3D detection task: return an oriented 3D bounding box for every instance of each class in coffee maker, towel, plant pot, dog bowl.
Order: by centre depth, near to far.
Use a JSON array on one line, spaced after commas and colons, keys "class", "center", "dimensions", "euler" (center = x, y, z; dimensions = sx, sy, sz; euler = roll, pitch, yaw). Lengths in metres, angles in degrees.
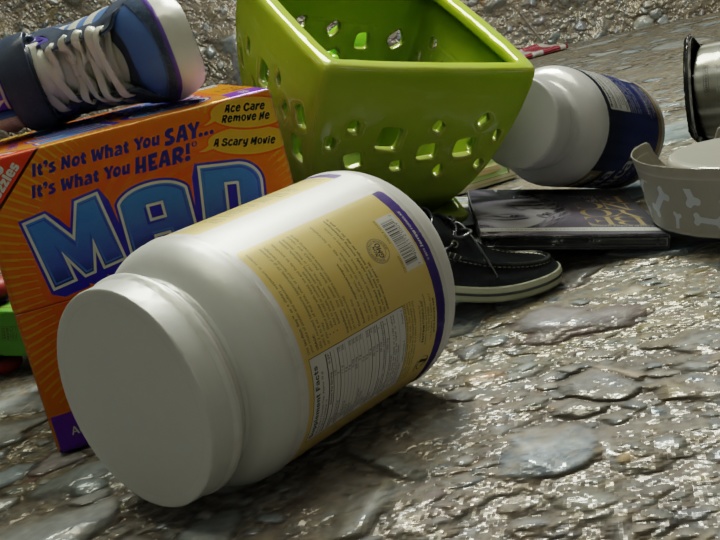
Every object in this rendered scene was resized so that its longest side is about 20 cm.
[{"class": "dog bowl", "center": [0.317, -0.074, 0.863], "dimensions": [0.200, 0.059, 0.200], "euler": [-8, 15, 2]}, {"class": "plant pot", "center": [0.001, -0.137, 0.952], "dimensions": [0.200, 0.182, 0.199], "euler": [-4, 37, -27]}, {"class": "coffee maker", "center": [0.435, -0.186, 1.066], "dimensions": [0.200, 0.135, 0.192], "euler": [-4, 16, 31]}, {"class": "towel", "center": [0.406, -0.548, 2.779], "dimensions": [0.200, 0.023, 0.144], "euler": [-16, 15, -13]}]

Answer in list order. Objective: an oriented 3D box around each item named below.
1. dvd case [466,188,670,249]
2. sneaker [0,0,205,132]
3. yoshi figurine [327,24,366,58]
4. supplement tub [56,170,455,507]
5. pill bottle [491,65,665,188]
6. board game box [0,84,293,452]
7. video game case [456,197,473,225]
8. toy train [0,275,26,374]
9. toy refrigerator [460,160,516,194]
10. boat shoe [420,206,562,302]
[{"class": "dvd case", "center": [0.172, -0.048, 0.953], "dimensions": [0.148, 0.016, 0.200], "euler": [0, 15, 2]}, {"class": "sneaker", "center": [-0.206, -0.134, 0.769], "dimensions": [0.146, 0.081, 0.200], "euler": [-28, 22, -22]}, {"class": "yoshi figurine", "center": [-0.052, -0.180, 1.078], "dimensions": [0.200, 0.112, 0.112], "euler": [-24, 54, -10]}, {"class": "supplement tub", "center": [-0.055, 0.034, 0.631], "dimensions": [0.145, 0.146, 0.200], "euler": [0, 19, 43]}, {"class": "pill bottle", "center": [0.197, -0.133, 1.031], "dimensions": [0.111, 0.111, 0.200], "euler": [-2, 1, 39]}, {"class": "board game box", "center": [-0.157, -0.016, 0.813], "dimensions": [0.200, 0.200, 0.200], "euler": [-17, 14, -14]}, {"class": "video game case", "center": [0.020, -0.054, 1.101], "dimensions": [0.200, 0.024, 0.182], "euler": [-9, 10, -33]}, {"class": "toy train", "center": [-0.262, 0.027, 1.011], "dimensions": [0.116, 0.085, 0.200], "euler": [0, 16, 11]}, {"class": "toy refrigerator", "center": [0.076, -0.119, 1.267], "dimensions": [0.200, 0.076, 0.070], "euler": [-17, 14, -18]}, {"class": "boat shoe", "center": [0.058, -0.014, 0.818], "dimensions": [0.200, 0.062, 0.075], "euler": [5, 11, -10]}]
